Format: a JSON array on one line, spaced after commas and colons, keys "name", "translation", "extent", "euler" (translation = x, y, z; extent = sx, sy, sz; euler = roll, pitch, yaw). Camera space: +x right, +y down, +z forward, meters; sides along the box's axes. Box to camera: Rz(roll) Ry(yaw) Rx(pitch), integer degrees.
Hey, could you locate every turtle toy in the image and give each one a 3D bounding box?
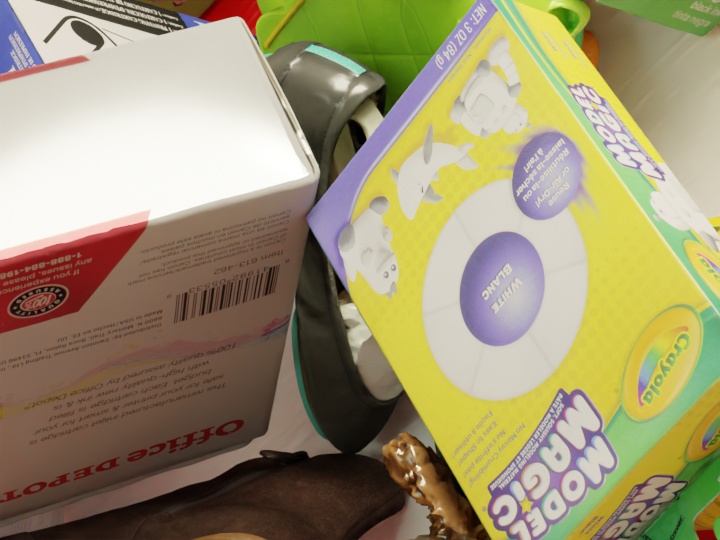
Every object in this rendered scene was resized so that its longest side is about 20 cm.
[{"name": "turtle toy", "translation": [0.021, -0.114, 0.828], "extent": [0.199, 0.101, 0.147], "euler": [9, 130, 44]}]

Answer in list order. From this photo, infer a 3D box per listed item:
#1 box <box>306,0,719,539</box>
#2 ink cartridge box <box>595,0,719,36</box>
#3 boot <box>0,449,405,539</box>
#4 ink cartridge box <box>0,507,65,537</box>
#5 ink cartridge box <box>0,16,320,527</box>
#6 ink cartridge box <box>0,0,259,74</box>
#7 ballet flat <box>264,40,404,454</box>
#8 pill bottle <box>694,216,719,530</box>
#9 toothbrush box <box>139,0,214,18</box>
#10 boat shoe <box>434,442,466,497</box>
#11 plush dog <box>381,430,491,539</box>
[{"name": "box", "translation": [0.066, 0.016, 0.656], "extent": [0.118, 0.048, 0.201], "euler": [-51, 53, 26]}, {"name": "ink cartridge box", "translation": [0.150, -0.212, 0.739], "extent": [0.200, 0.084, 0.147], "euler": [-42, 57, 32]}, {"name": "boot", "translation": [-0.096, 0.130, 0.854], "extent": [0.198, 0.166, 0.073], "euler": [-3, 105, 29]}, {"name": "ink cartridge box", "translation": [-0.223, 0.105, 0.950], "extent": [0.124, 0.200, 0.130], "euler": [10, 89, 5]}, {"name": "ink cartridge box", "translation": [-0.107, 0.007, 0.783], "extent": [0.201, 0.144, 0.083], "euler": [105, 144, -56]}, {"name": "ink cartridge box", "translation": [-0.082, -0.073, 0.862], "extent": [0.044, 0.199, 0.094], "euler": [-51, 52, 24]}, {"name": "ballet flat", "translation": [0.000, 0.000, 0.816], "extent": [0.068, 0.068, 0.201], "euler": [8, 129, 30]}, {"name": "pill bottle", "translation": [0.169, 0.029, 0.664], "extent": [0.199, 0.111, 0.113], "euler": [-11, 76, 42]}, {"name": "toothbrush box", "translation": [-0.173, -0.160, 1.047], "extent": [0.200, 0.086, 0.147], "euler": [-41, 57, 34]}, {"name": "boat shoe", "translation": [0.051, 0.019, 0.759], "extent": [0.069, 0.066, 0.202], "euler": [2, 111, 9]}, {"name": "plush dog", "translation": [0.028, 0.160, 0.722], "extent": [0.161, 0.199, 0.172], "euler": [49, 139, 8]}]
